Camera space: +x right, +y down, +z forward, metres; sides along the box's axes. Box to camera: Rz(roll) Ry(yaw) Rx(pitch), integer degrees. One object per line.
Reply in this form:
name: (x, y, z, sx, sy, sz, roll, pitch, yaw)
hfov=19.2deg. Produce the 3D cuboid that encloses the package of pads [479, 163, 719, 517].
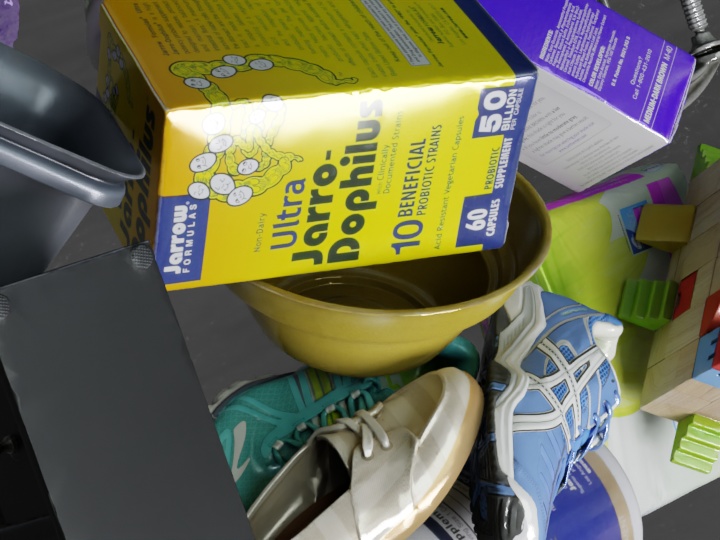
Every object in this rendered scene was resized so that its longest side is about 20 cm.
package of pads: (0.152, 0.049, 1.306, 0.154, 0.068, 0.201, -20, 95, -37)

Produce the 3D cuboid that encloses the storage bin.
storage bin: (-0.229, -0.050, 1.001, 0.200, 0.146, 0.135, 25, 106, -32)

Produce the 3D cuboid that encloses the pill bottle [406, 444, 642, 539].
pill bottle: (0.053, 0.167, 1.187, 0.200, 0.116, 0.116, -26, 99, -35)

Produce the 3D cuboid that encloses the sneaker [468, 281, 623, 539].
sneaker: (0.102, 0.077, 1.155, 0.077, 0.076, 0.200, 12, 43, 0)

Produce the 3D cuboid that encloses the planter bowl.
planter bowl: (0.000, 0.000, 1.162, 0.200, 0.200, 0.084, -21, 132, -36)

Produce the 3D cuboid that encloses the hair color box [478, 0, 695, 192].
hair color box: (0.077, -0.127, 1.221, 0.200, 0.109, 0.065, 26, 67, -16)

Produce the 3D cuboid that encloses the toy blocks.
toy blocks: (0.223, 0.002, 1.221, 0.100, 0.137, 0.201, 19, 70, -10)

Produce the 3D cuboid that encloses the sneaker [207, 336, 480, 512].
sneaker: (-0.017, 0.081, 1.169, 0.200, 0.080, 0.078, -32, 103, -34)

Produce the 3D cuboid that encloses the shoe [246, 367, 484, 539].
shoe: (-0.014, 0.120, 1.096, 0.200, 0.070, 0.053, -47, 121, -11)

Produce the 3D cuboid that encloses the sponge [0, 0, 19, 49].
sponge: (-0.224, -0.216, 1.087, 0.111, 0.030, 0.201, 9, 79, -36)

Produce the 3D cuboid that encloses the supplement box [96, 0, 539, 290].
supplement box: (-0.027, -0.073, 1.088, 0.199, 0.110, 0.109, -8, 127, -22)

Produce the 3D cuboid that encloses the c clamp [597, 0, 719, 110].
c clamp: (0.193, -0.199, 1.395, 0.170, 0.027, 0.201, -16, 93, -37)

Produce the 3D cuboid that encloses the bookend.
bookend: (-0.149, 0.111, 1.003, 0.092, 0.199, 0.201, -19, 90, -37)

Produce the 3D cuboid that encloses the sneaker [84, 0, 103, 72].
sneaker: (-0.136, -0.198, 1.131, 0.084, 0.073, 0.201, 19, 63, -27)
